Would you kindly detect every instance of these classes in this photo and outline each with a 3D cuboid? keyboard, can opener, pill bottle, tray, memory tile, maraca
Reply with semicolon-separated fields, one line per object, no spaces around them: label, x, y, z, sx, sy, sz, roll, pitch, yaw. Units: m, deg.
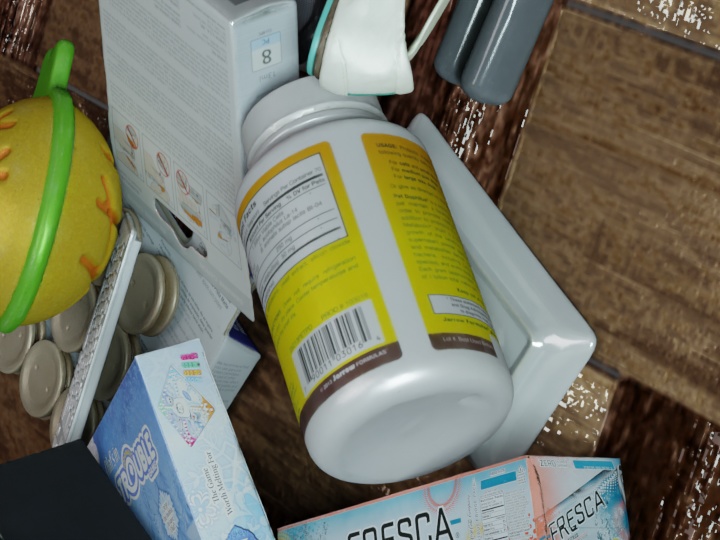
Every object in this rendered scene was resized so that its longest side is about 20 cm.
keyboard;-0.168;0.065;1.339;0.056;0.011;0.201;-137;64;-69
can opener;0.080;-0.187;1.146;0.053;0.067;0.201;40;113;47
pill bottle;0.000;0.000;1.140;0.109;0.109;0.201;-44;51;36
tray;0.045;0.013;1.186;0.108;0.022;0.200;-58;44;24
memory tile;-0.187;0.015;1.408;0.200;0.017;0.154;48;118;44
maraca;-0.198;-0.052;1.346;0.137;0.106;0.201;-56;25;38

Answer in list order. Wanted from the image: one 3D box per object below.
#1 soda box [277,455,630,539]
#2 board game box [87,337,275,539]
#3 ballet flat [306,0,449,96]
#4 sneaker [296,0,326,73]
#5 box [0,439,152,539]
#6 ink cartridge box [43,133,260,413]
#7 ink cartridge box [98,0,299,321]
soda box;0.044;0.143;1.123;0.199;0.068;0.064;-21;69;46
board game box;-0.094;0.167;1.223;0.200;0.043;0.200;68;156;17
ballet flat;0.028;-0.182;1.145;0.069;0.069;0.202;9;81;51
sneaker;-0.071;-0.206;1.297;0.075;0.113;0.201;-39;54;39
box;-0.155;0.220;1.239;0.141;0.078;0.201;43;142;47
ink cartridge box;-0.135;0.022;1.390;0.201;0.040;0.200;-57;45;25
ink cartridge box;-0.091;-0.094;1.273;0.160;0.047;0.201;41;144;43
